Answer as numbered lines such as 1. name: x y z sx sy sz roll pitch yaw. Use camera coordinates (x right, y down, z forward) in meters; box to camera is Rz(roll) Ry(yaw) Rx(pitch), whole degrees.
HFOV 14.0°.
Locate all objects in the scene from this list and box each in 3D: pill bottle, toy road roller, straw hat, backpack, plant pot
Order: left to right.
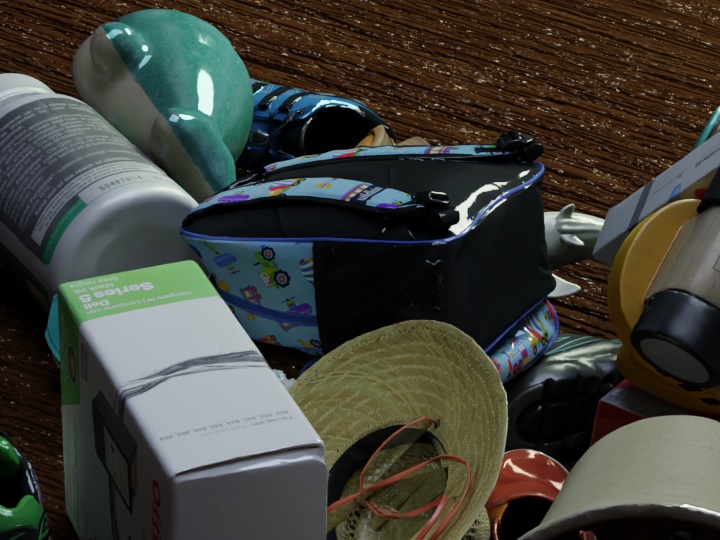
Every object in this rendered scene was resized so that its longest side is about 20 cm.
1. pill bottle: -0.185 -0.042 1.837 0.113 0.114 0.200 -6 30 -33
2. backpack: 0.000 0.000 1.742 0.199 0.136 0.182 0 17 24
3. straw hat: 0.023 0.131 1.577 0.085 0.201 0.201 43 5 -35
4. plant pot: 0.150 0.166 1.431 0.199 0.202 0.184 13 23 5
5. toy road roller: 0.232 0.039 1.663 0.199 0.123 0.146 33 -19 -8

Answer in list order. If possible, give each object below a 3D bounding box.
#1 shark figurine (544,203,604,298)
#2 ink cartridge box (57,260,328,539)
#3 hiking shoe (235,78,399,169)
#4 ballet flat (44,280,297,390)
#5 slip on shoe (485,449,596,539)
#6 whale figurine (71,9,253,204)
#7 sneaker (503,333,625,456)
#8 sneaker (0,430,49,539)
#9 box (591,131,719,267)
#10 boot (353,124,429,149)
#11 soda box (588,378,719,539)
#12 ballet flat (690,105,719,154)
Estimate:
1. shark figurine: 0.126 0.000 1.933 0.213 0.090 0.129 -4 61 -14
2. ink cartridge box: -0.089 0.108 1.505 0.083 0.146 0.200 -9 30 -19
3. hiking shoe: -0.069 -0.103 2.041 0.199 0.075 0.087 0 6 -22
4. ballet flat: -0.097 0.071 1.710 0.199 0.072 0.072 27 29 27
5. slip on shoe: 0.099 0.146 1.617 0.074 0.062 0.200 9 23 0
6. whale figurine: -0.113 -0.104 1.910 0.104 0.160 0.200 -35 22 -4
7. sneaker: 0.157 0.063 1.804 0.199 0.076 0.079 -2 25 -27
8. sneaker: -0.203 0.109 1.538 0.078 0.086 0.200 -3 27 -28
9. box: 0.249 -0.018 1.719 0.155 0.200 0.041 29 61 -13
10. boot: -0.031 -0.029 1.935 0.155 0.077 0.200 -26 8 -10
11. soda box: 0.232 0.127 1.702 0.199 0.070 0.063 22 27 22
12. ballet flat: 0.218 -0.038 1.813 0.067 0.068 0.200 29 -17 1
